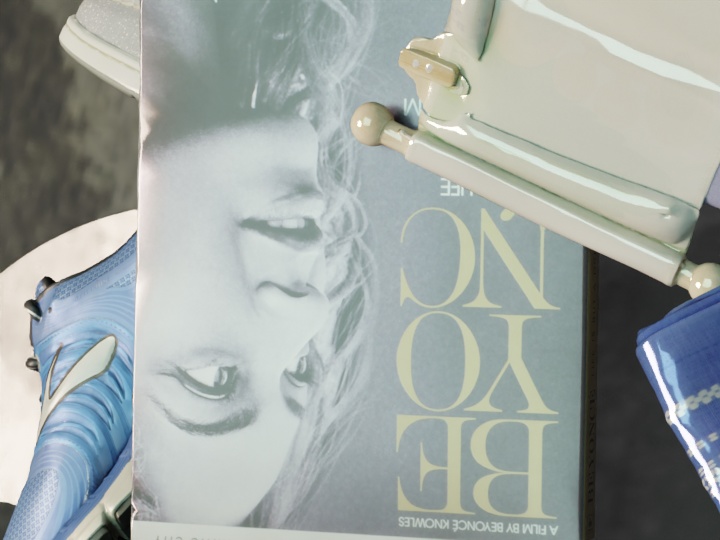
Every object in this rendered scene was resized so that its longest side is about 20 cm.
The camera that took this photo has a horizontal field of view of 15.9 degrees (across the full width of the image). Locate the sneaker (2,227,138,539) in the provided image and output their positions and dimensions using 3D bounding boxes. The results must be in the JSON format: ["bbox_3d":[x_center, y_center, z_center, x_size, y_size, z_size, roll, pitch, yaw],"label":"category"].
[{"bbox_3d":[-0.078,0.049,0.879,0.089,0.078,0.200,34,94,37],"label":"sneaker"}]

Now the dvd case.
[{"bbox_3d":[0.000,0.000,0.792,0.148,0.016,0.201,2,92,19],"label":"dvd case"}]

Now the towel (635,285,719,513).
[{"bbox_3d":[0.180,0.066,0.693,0.144,0.024,0.200,-24,63,-8],"label":"towel"}]

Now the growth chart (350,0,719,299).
[{"bbox_3d":[0.093,-0.085,0.715,0.144,0.018,0.200,31,118,12],"label":"growth chart"}]

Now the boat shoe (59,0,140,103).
[{"bbox_3d":[-0.006,-0.062,0.844,0.202,0.074,0.065,19,88,28],"label":"boat shoe"}]
